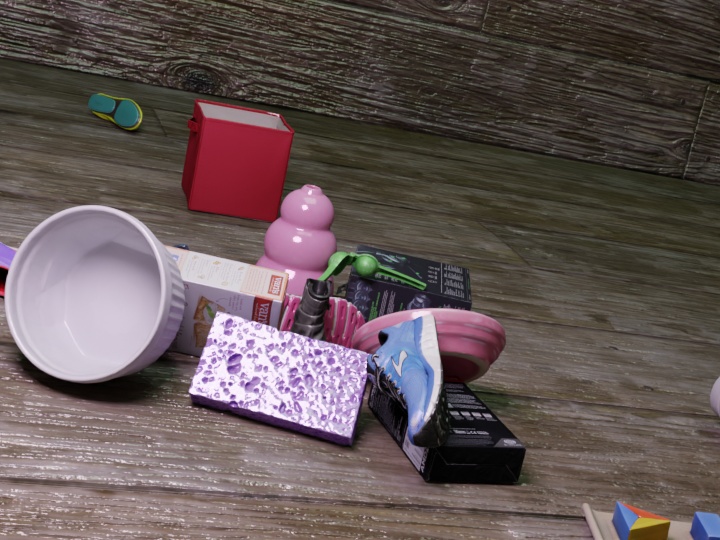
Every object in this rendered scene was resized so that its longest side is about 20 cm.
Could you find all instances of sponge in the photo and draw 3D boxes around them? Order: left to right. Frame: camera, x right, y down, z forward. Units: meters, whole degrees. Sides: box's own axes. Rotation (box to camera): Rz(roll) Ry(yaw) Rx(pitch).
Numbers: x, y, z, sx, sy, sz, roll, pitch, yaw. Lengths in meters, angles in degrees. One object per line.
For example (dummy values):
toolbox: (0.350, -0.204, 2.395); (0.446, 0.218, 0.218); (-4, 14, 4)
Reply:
sponge: (-0.091, 0.126, 1.379); (0.198, 0.030, 0.112); (15, 61, 5)

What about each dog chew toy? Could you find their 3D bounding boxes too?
dog chew toy: (-0.089, -0.024, 1.695); (0.123, 0.202, 0.125); (12, 17, -4)

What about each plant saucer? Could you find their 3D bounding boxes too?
plant saucer: (0.089, 0.107, 1.512); (0.198, 0.051, 0.201); (-2, -24, -1)

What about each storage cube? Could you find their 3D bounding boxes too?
storage cube: (-0.241, -0.211, 2.240); (0.198, 0.181, 0.171); (7, 17, -16)

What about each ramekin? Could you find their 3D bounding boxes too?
ramekin: (-0.299, 0.032, 1.359); (0.199, 0.202, 0.105); (17, -4, 14)

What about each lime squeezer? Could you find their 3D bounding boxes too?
lime squeezer: (0.000, 0.000, 1.658); (0.199, 0.038, 0.071); (0, 26, -34)

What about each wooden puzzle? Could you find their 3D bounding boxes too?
wooden puzzle: (0.345, 0.300, 1.232); (0.198, 0.047, 0.185); (12, 16, -4)

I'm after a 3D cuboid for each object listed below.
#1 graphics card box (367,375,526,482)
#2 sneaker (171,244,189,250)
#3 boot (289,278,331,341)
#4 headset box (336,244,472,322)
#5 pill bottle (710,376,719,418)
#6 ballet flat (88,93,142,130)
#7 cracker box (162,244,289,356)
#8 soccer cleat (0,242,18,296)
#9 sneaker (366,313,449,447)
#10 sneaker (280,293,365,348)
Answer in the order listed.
graphics card box: (0.100, 0.186, 1.412); (0.124, 0.051, 0.200); (6, 17, -23)
sneaker: (-0.240, 0.024, 1.629); (0.073, 0.082, 0.200); (3, 19, -30)
boot: (-0.067, 0.086, 1.469); (0.067, 0.132, 0.200); (10, 16, -8)
headset box: (0.063, 0.041, 1.787); (0.198, 0.094, 0.174); (13, 17, -1)
pill bottle: (0.562, 0.208, 1.591); (0.111, 0.113, 0.200); (8, 16, -18)
ballet flat: (-0.555, -0.368, 2.735); (0.199, 0.067, 0.067); (24, -2, 38)
cracker box: (-0.197, 0.046, 1.482); (0.198, 0.135, 0.058); (12, 43, -2)
soccer cleat: (-0.513, -0.014, 1.574); (0.199, 0.069, 0.073); (22, 22, 20)
sneaker: (0.053, 0.131, 1.343); (0.088, 0.079, 0.201); (-9, 33, 3)
sneaker: (-0.083, 0.066, 1.622); (0.199, 0.074, 0.087); (13, -4, -38)
